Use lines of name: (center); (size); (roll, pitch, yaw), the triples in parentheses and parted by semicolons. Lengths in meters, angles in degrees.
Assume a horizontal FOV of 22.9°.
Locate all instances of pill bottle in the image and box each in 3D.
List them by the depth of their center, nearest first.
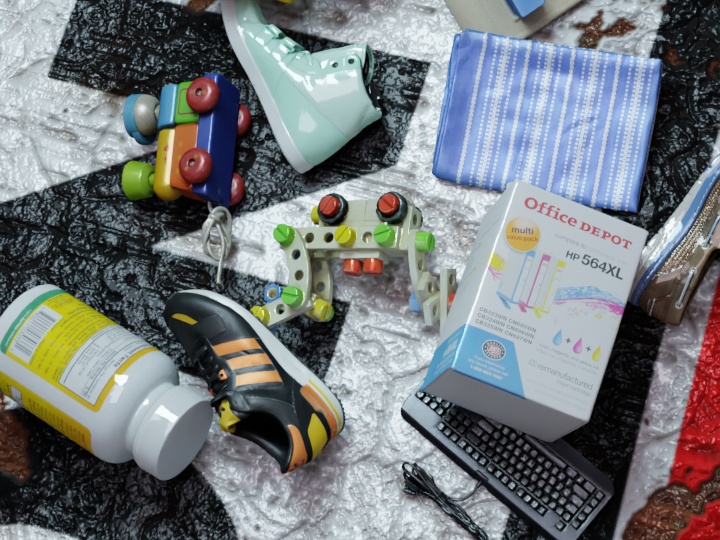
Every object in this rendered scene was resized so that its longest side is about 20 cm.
pill bottle: (-0.237, 0.106, 1.628); (0.199, 0.113, 0.113); (29, 82, 20)

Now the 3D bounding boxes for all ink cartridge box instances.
ink cartridge box: (0.152, 0.025, 1.526); (0.128, 0.125, 0.202); (21, 75, -4)

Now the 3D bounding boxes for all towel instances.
towel: (0.170, -0.140, 1.636); (0.198, 0.024, 0.146); (11, 87, 15)

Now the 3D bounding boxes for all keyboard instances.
keyboard: (0.113, 0.177, 1.569); (0.200, 0.021, 0.127); (38, 85, 22)

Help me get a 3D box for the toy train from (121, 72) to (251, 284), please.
toy train: (-0.177, -0.083, 1.692); (0.115, 0.085, 0.202); (-3, 73, 24)

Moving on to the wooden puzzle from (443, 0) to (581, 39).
wooden puzzle: (0.153, -0.320, 1.643); (0.199, 0.046, 0.186); (-32, 108, 5)

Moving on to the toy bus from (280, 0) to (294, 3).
toy bus: (-0.080, -0.319, 1.669); (0.199, 0.136, 0.192); (21, 50, 17)

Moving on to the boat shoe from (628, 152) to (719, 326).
boat shoe: (0.315, -0.039, 1.563); (0.072, 0.072, 0.201); (39, 96, 16)

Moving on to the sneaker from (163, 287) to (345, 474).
sneaker: (-0.110, 0.098, 1.589); (0.200, 0.070, 0.090); (39, 48, 8)

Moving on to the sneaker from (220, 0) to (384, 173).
sneaker: (-0.051, -0.207, 1.695); (0.118, 0.074, 0.202); (-29, 78, 11)

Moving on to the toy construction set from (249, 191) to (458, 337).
toy construction set: (0.000, 0.000, 1.611); (0.198, 0.092, 0.132); (4, 75, 15)
